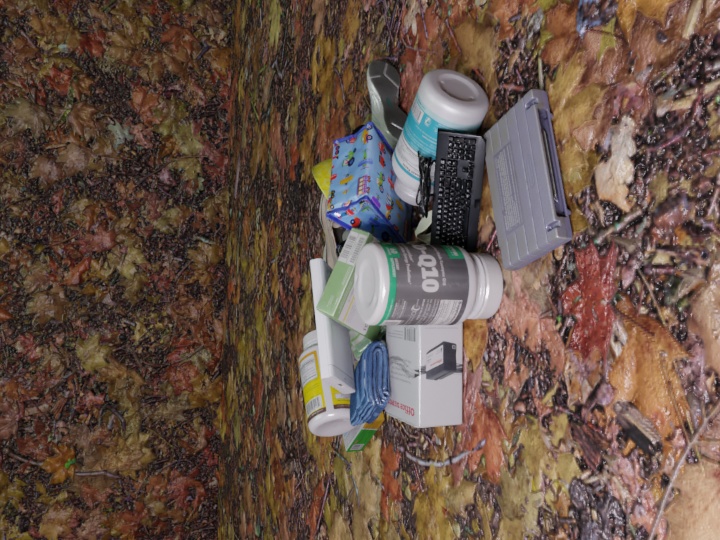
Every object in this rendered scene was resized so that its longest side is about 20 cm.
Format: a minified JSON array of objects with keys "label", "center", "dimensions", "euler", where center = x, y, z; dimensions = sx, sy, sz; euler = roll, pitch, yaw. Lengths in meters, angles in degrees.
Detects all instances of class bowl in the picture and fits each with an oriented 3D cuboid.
[{"label":"bowl","center":[0.004,-0.150,1.314],"dimensions":[0.107,0.200,0.202],"euler":[-36,40,9]}]

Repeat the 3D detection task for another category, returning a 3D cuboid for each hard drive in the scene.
[{"label":"hard drive","center":[-0.047,0.097,1.162],"dimensions":[0.132,0.026,0.205],"euler":[51,-151,-64]}]

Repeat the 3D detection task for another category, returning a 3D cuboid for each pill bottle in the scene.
[{"label":"pill bottle","center":[0.115,-0.199,1.057],"dimensions":[0.202,0.108,0.113],"euler":[113,150,-43]},{"label":"pill bottle","center":[-0.068,0.228,1.394],"dimensions":[0.110,0.106,0.204],"euler":[120,146,-50]},{"label":"pill bottle","center":[0.097,0.020,0.968],"dimensions":[0.113,0.195,0.117],"euler":[-179,90,-68]}]

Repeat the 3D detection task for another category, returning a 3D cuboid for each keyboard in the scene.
[{"label":"keyboard","center":[0.125,-0.103,1.001],"dimensions":[0.040,0.102,0.205],"euler":[-44,-40,-54]}]

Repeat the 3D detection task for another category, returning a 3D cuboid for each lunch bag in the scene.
[{"label":"lunch bag","center":[0.041,-0.126,1.161],"dimensions":[0.092,0.199,0.154],"euler":[-17,55,36]}]

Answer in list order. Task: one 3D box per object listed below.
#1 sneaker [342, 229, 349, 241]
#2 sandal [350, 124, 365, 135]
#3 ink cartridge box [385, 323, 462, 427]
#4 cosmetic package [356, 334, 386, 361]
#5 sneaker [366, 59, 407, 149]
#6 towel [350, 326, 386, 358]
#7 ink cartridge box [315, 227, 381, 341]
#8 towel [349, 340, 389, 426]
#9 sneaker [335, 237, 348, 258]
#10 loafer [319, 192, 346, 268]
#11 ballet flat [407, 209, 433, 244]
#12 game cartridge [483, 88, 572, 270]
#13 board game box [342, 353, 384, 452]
[{"label":"sneaker","center":[-0.024,0.005,1.439],"dimensions":[0.075,0.080,0.206],"euler":[137,131,-61]},{"label":"sandal","center":[0.008,-0.272,1.427],"dimensions":[0.199,0.042,0.079],"euler":[-162,75,-68]},{"label":"ink cartridge box","center":[0.101,0.139,1.102],"dimensions":[0.145,0.081,0.206],"euler":[176,95,-70]},{"label":"cosmetic package","center":[0.048,0.163,1.288],"dimensions":[0.199,0.049,0.085],"euler":[-150,64,-66]},{"label":"sneaker","center":[0.043,-0.316,1.307],"dimensions":[0.081,0.068,0.205],"euler":[125,141,-58]},{"label":"towel","center":[0.003,0.064,1.324],"dimensions":[0.154,0.023,0.200],"euler":[-51,37,6]},{"label":"ink cartridge box","center":[0.019,0.036,1.146],"dimensions":[0.047,0.199,0.149],"euler":[18,79,38]},{"label":"towel","center":[0.013,0.203,1.195],"dimensions":[0.201,0.047,0.115],"euler":[107,163,-66]},{"label":"sneaker","center":[0.000,-0.001,1.230],"dimensions":[0.080,0.113,0.205],"euler":[24,102,52]},{"label":"loafer","center":[-0.050,-0.088,1.551],"dimensions":[0.062,0.071,0.206],"euler":[9,104,51]},{"label":"ballet flat","center":[0.113,-0.047,1.109],"dimensions":[0.069,0.065,0.203],"euler":[-108,29,-42]},{"label":"game cartridge","center":[0.217,-0.116,0.894],"dimensions":[0.130,0.037,0.206],"euler":[134,134,-66]},{"label":"board game box","center":[-0.011,0.259,1.445],"dimensions":[0.154,0.039,0.204],"euler":[118,146,-49]}]
